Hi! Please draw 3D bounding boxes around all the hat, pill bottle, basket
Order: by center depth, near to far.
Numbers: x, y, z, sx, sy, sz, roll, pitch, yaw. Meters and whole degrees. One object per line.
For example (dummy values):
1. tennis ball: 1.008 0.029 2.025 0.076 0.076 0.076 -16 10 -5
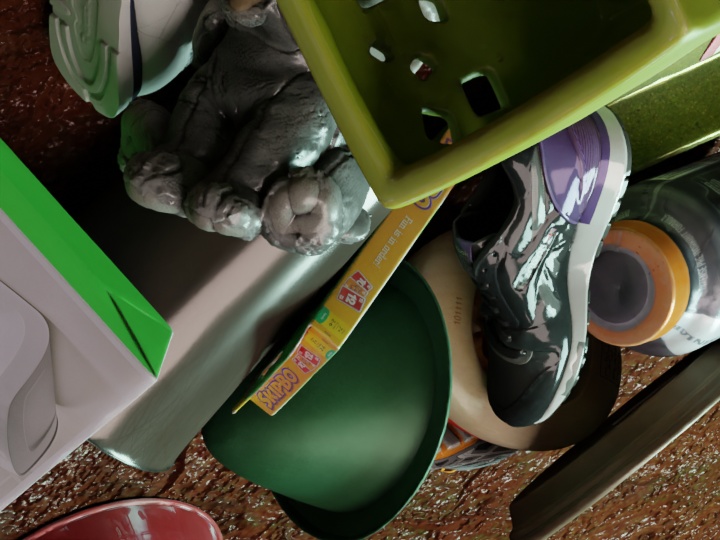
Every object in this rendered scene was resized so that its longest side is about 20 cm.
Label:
1. basket: -0.084 -0.010 1.595 0.200 0.136 0.180 -46 177 10
2. hat: -0.073 0.072 1.685 0.176 0.166 0.200 10 122 -40
3. pill bottle: 0.198 -0.008 1.789 0.106 0.106 0.200 -54 163 29

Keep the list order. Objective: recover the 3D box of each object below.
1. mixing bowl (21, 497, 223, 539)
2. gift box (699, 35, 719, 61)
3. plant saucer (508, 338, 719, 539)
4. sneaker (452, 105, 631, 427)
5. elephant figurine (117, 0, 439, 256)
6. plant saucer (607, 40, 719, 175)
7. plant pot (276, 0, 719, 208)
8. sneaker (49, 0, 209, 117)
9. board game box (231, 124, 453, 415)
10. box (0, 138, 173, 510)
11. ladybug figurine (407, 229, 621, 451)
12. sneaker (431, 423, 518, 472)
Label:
1. mixing bowl: -0.157 0.251 1.887 0.200 0.108 0.200 -21 145 -15
2. gift box: 0.187 -0.232 1.485 0.200 0.187 0.185 -29 145 -6
3. plant saucer: 0.165 0.102 1.825 0.200 0.029 0.200 -38 177 -2
4. sneaker: 0.084 -0.003 1.695 0.087 0.076 0.200 -3 117 -29
5. elephant figurine: -0.031 -0.116 1.439 0.141 0.155 0.200 16 97 -8
6. plant saucer: 0.158 -0.138 1.703 0.199 0.048 0.200 -24 145 -12
7. plant pot: 0.084 -0.166 1.313 0.200 0.199 0.181 -29 175 42
8. sneaker: -0.102 -0.167 1.454 0.080 0.076 0.200 -27 151 -31
9. board game box: 0.000 0.000 1.649 0.200 0.030 0.096 -51 -177 -35
10. box: -0.225 0.023 1.468 0.176 0.200 0.097 -39 -170 10
11. ladybug figurine: 0.083 0.044 1.817 0.072 0.136 0.200 -11 156 42
12. sneaker: 0.051 0.099 1.892 0.200 0.078 0.077 -10 145 -30
